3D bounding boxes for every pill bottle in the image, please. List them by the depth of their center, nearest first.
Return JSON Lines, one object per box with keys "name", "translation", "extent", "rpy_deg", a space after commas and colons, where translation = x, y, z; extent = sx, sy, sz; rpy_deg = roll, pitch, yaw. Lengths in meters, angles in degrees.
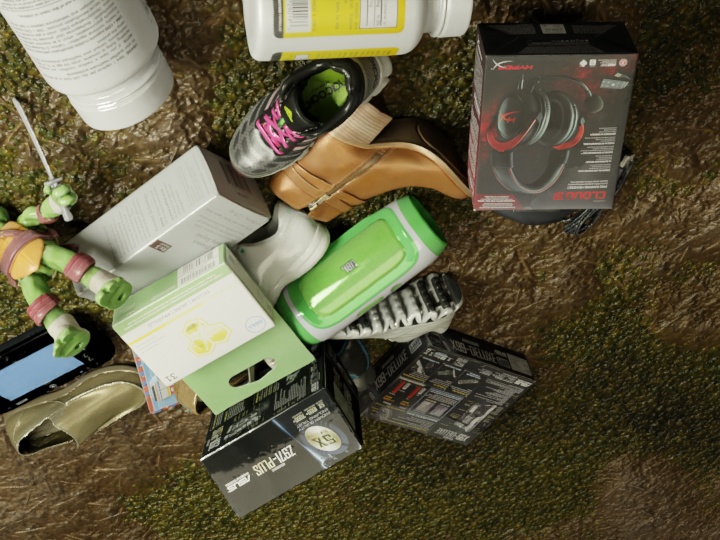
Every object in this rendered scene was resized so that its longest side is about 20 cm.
{"name": "pill bottle", "translation": [-0.246, -0.225, 0.935], "extent": [0.113, 0.113, 0.200], "rpy_deg": [-20, 137, 4]}
{"name": "pill bottle", "translation": [-0.004, -0.251, 0.981], "extent": [0.200, 0.111, 0.111], "rpy_deg": [-4, 136, -12]}

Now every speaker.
{"name": "speaker", "translation": [0.000, 0.000, 1.247], "extent": [0.200, 0.089, 0.088], "rpy_deg": [-37, 133, 12]}

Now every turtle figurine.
{"name": "turtle figurine", "translation": [-0.333, -0.019, 1.056], "extent": [0.144, 0.194, 0.200], "rpy_deg": [-38, 160, -37]}

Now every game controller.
{"name": "game controller", "translation": [-0.397, 0.117, 1.293], "extent": [0.200, 0.042, 0.104], "rpy_deg": [-26, 136, 12]}

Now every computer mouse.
{"name": "computer mouse", "translation": [0.218, -0.093, 1.251], "extent": [0.200, 0.053, 0.139], "rpy_deg": [8, 133, -24]}

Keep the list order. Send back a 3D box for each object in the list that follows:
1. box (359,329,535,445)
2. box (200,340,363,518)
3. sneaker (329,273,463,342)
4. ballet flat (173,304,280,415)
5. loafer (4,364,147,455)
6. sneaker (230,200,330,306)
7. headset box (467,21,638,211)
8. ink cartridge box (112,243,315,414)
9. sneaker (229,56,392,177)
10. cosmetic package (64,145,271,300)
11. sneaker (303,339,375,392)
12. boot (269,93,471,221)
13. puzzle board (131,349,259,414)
{"name": "box", "translation": [0.116, 0.159, 1.481], "extent": [0.200, 0.050, 0.158], "rpy_deg": [19, 127, -32]}
{"name": "box", "translation": [-0.089, 0.177, 1.264], "extent": [0.164, 0.200, 0.086], "rpy_deg": [-30, 103, 4]}
{"name": "sneaker", "translation": [0.028, 0.061, 1.345], "extent": [0.200, 0.075, 0.081], "rpy_deg": [-6, 145, -10]}
{"name": "ballet flat", "translation": [-0.138, 0.107, 1.306], "extent": [0.200, 0.072, 0.068], "rpy_deg": [-36, 141, 0]}
{"name": "loafer", "translation": [-0.352, 0.182, 1.354], "extent": [0.200, 0.068, 0.076], "rpy_deg": [-23, 137, 7]}
{"name": "sneaker", "translation": [-0.130, 0.005, 1.233], "extent": [0.088, 0.075, 0.200], "rpy_deg": [37, 98, -28]}
{"name": "headset box", "translation": [0.188, -0.145, 1.090], "extent": [0.148, 0.075, 0.200], "rpy_deg": [0, 128, -1]}
{"name": "ink cartridge box", "translation": [-0.156, 0.081, 1.191], "extent": [0.145, 0.048, 0.200], "rpy_deg": [-29, 123, 9]}
{"name": "sneaker", "translation": [-0.063, -0.155, 1.057], "extent": [0.200, 0.087, 0.074], "rpy_deg": [-32, 93, 25]}
{"name": "cosmetic package", "translation": [-0.208, -0.040, 1.149], "extent": [0.200, 0.074, 0.102], "rpy_deg": [-35, 152, 19]}
{"name": "sneaker", "translation": [-0.084, 0.132, 1.394], "extent": [0.200, 0.073, 0.082], "rpy_deg": [-19, 121, -5]}
{"name": "boot", "translation": [0.015, -0.097, 1.168], "extent": [0.200, 0.077, 0.155], "rpy_deg": [26, 122, -34]}
{"name": "puzzle board", "translation": [-0.201, 0.089, 1.311], "extent": [0.150, 0.017, 0.200], "rpy_deg": [-22, 139, -18]}
